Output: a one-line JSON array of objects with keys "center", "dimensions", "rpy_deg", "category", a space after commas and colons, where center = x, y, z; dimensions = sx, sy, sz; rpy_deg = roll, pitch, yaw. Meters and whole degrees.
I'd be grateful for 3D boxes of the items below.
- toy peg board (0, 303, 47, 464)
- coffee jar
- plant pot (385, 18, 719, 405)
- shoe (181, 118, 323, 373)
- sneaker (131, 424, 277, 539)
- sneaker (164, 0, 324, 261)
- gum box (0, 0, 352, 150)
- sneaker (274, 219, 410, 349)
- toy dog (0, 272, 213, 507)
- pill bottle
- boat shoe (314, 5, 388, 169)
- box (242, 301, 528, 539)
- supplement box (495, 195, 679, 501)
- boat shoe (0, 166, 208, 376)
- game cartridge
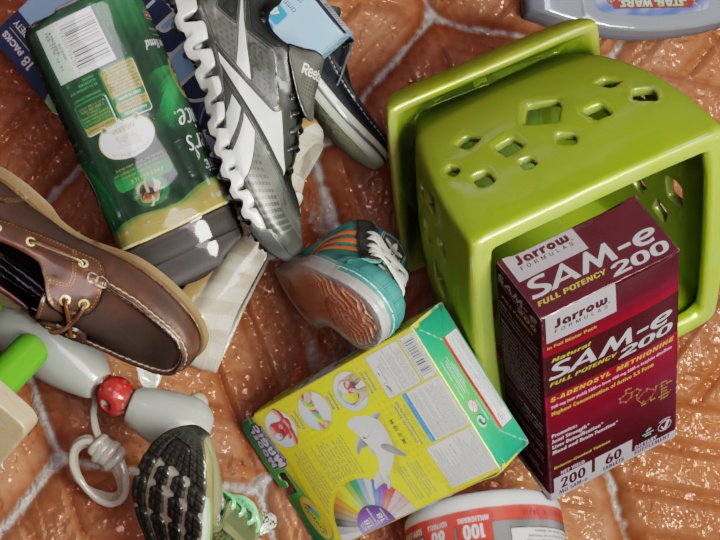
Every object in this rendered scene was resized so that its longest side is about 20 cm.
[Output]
[{"center": [-0.320, 0.071, 1.244], "dimensions": [0.200, 0.199, 0.098], "rpy_deg": [42, 34, -3], "category": "toy peg board"}, {"center": [-0.149, -0.086, 1.255], "dimensions": [0.085, 0.104, 0.202], "rpy_deg": [-23, 94, -1], "category": "coffee jar"}, {"center": [0.126, -0.047, 1.310], "dimensions": [0.198, 0.200, 0.182], "rpy_deg": [-24, 51, -14], "category": "plant pot"}, {"center": [-0.077, -0.018, 1.338], "dimensions": [0.053, 0.070, 0.201], "rpy_deg": [32, 86, 8], "category": "shoe"}, {"center": [-0.100, 0.175, 1.276], "dimensions": [0.088, 0.202, 0.077], "rpy_deg": [-31, 48, -34], "category": "sneaker"}, {"center": [-0.061, -0.109, 1.249], "dimensions": [0.090, 0.066, 0.202], "rpy_deg": [-19, 83, 7], "category": "sneaker"}, {"center": [-0.134, -0.167, 1.317], "dimensions": [0.200, 0.045, 0.170], "rpy_deg": [-41, 90, 12], "category": "gum box"}, {"center": [0.000, 0.000, 1.285], "dimensions": [0.080, 0.200, 0.072], "rpy_deg": [-36, 104, -11], "category": "sneaker"}, {"center": [-0.186, 0.053, 1.297], "dimensions": [0.200, 0.132, 0.096], "rpy_deg": [48, 37, -7], "category": "toy dog"}, {"center": [0.098, 0.263, 1.295], "dimensions": [0.114, 0.116, 0.202], "rpy_deg": [-3, 70, -12], "category": "pill bottle"}, {"center": [-0.033, -0.165, 1.367], "dimensions": [0.062, 0.075, 0.201], "rpy_deg": [-34, 85, -8], "category": "boat shoe"}, {"center": [0.010, 0.115, 1.295], "dimensions": [0.118, 0.199, 0.048], "rpy_deg": [58, 39, -2], "category": "box"}, {"center": [0.154, 0.056, 1.244], "dimensions": [0.108, 0.201, 0.061], "rpy_deg": [-25, 49, -13], "category": "supplement box"}, {"center": [-0.195, 0.011, 1.206], "dimensions": [0.199, 0.071, 0.070], "rpy_deg": [32, 37, 4], "category": "boat shoe"}, {"center": [0.219, -0.248, 1.450], "dimensions": [0.198, 0.042, 0.135], "rpy_deg": [-3, 79, -12], "category": "game cartridge"}]
